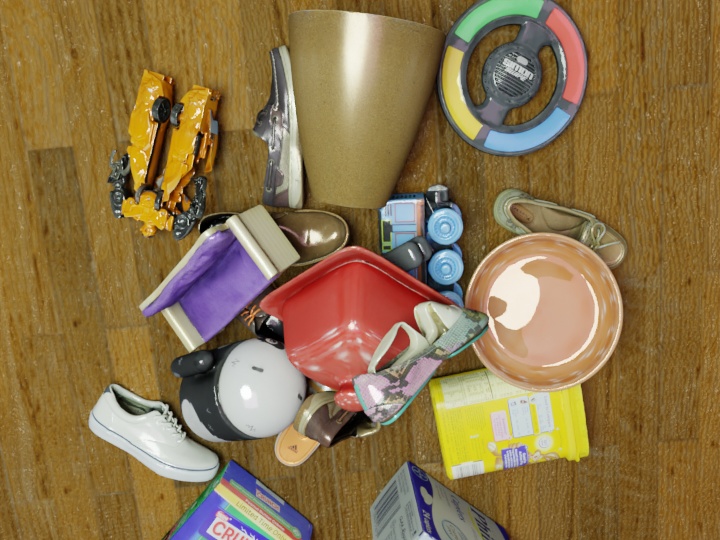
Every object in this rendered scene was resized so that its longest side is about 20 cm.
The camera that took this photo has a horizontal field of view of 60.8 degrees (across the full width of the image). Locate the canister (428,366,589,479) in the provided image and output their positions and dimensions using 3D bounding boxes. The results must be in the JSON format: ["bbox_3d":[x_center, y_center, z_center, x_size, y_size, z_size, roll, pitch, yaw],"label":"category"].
[{"bbox_3d":[0.204,0.204,0.862,0.195,0.087,0.152,-12,102,3],"label":"canister"}]

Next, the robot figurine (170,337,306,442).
[{"bbox_3d":[-0.155,0.154,0.795,0.198,0.149,0.128,-20,85,46],"label":"robot figurine"}]

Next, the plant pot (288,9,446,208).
[{"bbox_3d":[-0.001,-0.182,0.728,0.182,0.187,0.205,5,103,-2],"label":"plant pot"}]

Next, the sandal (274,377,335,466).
[{"bbox_3d":[-0.056,0.202,0.870,0.078,0.059,0.209,29,99,-7],"label":"sandal"}]

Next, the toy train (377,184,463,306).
[{"bbox_3d":[0.080,-0.011,0.819,0.111,0.087,0.205,-1,104,9],"label":"toy train"}]

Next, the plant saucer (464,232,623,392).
[{"bbox_3d":[0.234,0.054,0.799,0.195,0.037,0.205,1,92,15],"label":"plant saucer"}]

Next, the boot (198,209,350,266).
[{"bbox_3d":[-0.113,-0.046,0.789,0.195,0.075,0.076,0,83,8],"label":"boot"}]

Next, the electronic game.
[{"bbox_3d":[0.195,-0.250,0.789,0.195,0.042,0.205,0,102,-1],"label":"electronic game"}]

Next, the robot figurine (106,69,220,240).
[{"bbox_3d":[-0.247,-0.140,0.787,0.142,0.058,0.204,19,101,12],"label":"robot figurine"}]

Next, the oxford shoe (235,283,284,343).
[{"bbox_3d":[-0.144,0.042,0.828,0.198,0.073,0.072,31,102,-6],"label":"oxford shoe"}]

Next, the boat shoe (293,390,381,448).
[{"bbox_3d":[-0.002,0.190,0.803,0.071,0.199,0.073,30,102,30],"label":"boat shoe"}]

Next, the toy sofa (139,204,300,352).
[{"bbox_3d":[-0.172,0.018,0.735,0.199,0.097,0.083,-39,89,36],"label":"toy sofa"}]

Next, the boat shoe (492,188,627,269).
[{"bbox_3d":[0.271,-0.048,0.821,0.196,0.063,0.075,19,101,-5],"label":"boat shoe"}]

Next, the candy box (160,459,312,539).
[{"bbox_3d":[-0.195,0.413,0.903,0.168,0.077,0.201,40,97,-8],"label":"candy box"}]

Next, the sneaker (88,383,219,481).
[{"bbox_3d":[-0.285,0.229,0.864,0.197,0.073,0.072,27,106,-6],"label":"sneaker"}]

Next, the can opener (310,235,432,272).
[{"bbox_3d":[0.000,0.000,0.782,0.198,0.052,0.068,-22,96,39],"label":"can opener"}]

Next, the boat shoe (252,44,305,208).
[{"bbox_3d":[-0.107,-0.179,0.785,0.063,0.072,0.205,-5,108,-5],"label":"boat shoe"}]

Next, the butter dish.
[{"bbox_3d":[-0.004,0.092,0.729,0.198,0.150,0.198,30,138,-32],"label":"butter dish"}]

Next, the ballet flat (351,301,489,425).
[{"bbox_3d":[0.067,0.079,0.657,0.199,0.069,0.072,-35,94,-34],"label":"ballet flat"}]

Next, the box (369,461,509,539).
[{"bbox_3d":[0.122,0.397,0.851,0.199,0.184,0.106,37,98,-9],"label":"box"}]
